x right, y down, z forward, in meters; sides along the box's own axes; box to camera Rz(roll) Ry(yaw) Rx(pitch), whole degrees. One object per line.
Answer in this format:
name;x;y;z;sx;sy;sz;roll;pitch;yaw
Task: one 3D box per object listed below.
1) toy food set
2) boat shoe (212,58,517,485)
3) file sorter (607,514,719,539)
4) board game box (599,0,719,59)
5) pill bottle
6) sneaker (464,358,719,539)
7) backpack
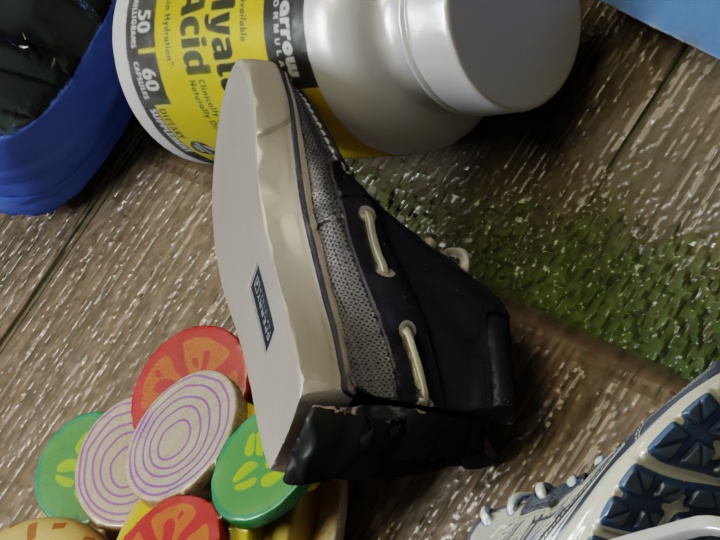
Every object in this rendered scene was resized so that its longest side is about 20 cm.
toy food set;-0.086;0.116;1.015;0.200;0.049;0.199;16;70;52
boat shoe;0.000;0.000;0.981;0.075;0.092;0.201;114;152;-46
file sorter;0.087;0.179;0.666;0.201;0.124;0.139;-63;9;-18
board game box;0.174;-0.150;0.987;0.158;0.039;0.200;-56;33;2
pill bottle;-0.005;-0.104;1.072;0.199;0.111;0.112;-1;57;46
sneaker;0.073;0.096;0.844;0.200;0.077;0.085;-48;32;2
backpack;-0.201;-0.120;1.257;0.199;0.168;0.163;17;72;18
